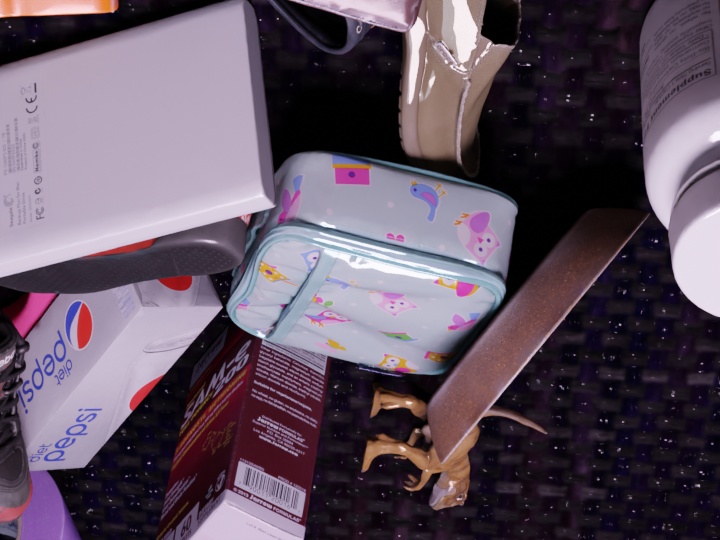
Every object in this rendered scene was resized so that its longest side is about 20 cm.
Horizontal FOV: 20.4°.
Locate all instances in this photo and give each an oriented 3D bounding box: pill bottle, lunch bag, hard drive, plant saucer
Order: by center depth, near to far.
[{"bbox_3d":[0.213,-0.072,1.102,0.114,0.200,0.114,3,133,3],"label":"pill bottle"},{"bbox_3d":[-0.152,-0.076,1.184,0.200,0.132,0.026,-13,156,15],"label":"hard drive"},{"bbox_3d":[0.102,0.032,1.230,0.034,0.200,0.200,41,129,5],"label":"plant saucer"},{"bbox_3d":[0.000,0.000,1.231,0.160,0.077,0.200,12,158,-9],"label":"lunch bag"}]

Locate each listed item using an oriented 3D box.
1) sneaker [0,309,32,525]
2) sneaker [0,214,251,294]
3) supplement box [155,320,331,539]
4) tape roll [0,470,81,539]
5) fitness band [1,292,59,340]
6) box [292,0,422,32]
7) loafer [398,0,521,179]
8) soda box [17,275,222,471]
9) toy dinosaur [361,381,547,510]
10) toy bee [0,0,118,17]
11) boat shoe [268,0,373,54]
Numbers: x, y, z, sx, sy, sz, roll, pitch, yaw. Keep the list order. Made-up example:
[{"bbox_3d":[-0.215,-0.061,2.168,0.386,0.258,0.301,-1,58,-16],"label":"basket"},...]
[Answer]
[{"bbox_3d":[-0.253,0.079,1.291,0.098,0.071,0.201,-5,114,36],"label":"sneaker"},{"bbox_3d":[-0.154,-0.049,1.234,0.201,0.108,0.067,-6,155,26],"label":"sneaker"},{"bbox_3d":[-0.076,0.115,1.303,0.061,0.200,0.109,28,129,-17],"label":"supplement box"},{"bbox_3d":[-0.297,0.217,1.422,0.200,0.200,0.066,-6,132,12],"label":"tape roll"},{"bbox_3d":[-0.261,-0.021,1.312,0.143,0.037,0.200,17,133,-10],"label":"fitness band"},{"bbox_3d":[-0.028,-0.246,0.954,0.164,0.166,0.200,14,110,-8],"label":"box"},{"bbox_3d":[0.058,-0.128,1.152,0.067,0.076,0.200,3,133,11],"label":"loafer"},{"bbox_3d":[-0.177,0.057,1.339,0.068,0.063,0.200,1,143,-42],"label":"soda box"},{"bbox_3d":[0.059,0.109,1.378,0.106,0.060,0.200,9,157,-4],"label":"toy dinosaur"},{"bbox_3d":[-0.244,-0.174,1.143,0.200,0.109,0.131,15,102,-24],"label":"toy bee"},{"bbox_3d":[-0.056,-0.196,1.102,0.075,0.062,0.200,-8,138,47],"label":"boat shoe"}]
